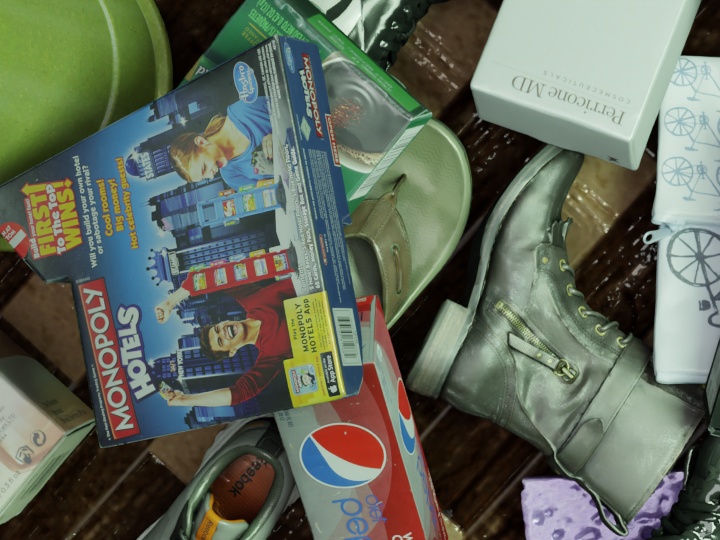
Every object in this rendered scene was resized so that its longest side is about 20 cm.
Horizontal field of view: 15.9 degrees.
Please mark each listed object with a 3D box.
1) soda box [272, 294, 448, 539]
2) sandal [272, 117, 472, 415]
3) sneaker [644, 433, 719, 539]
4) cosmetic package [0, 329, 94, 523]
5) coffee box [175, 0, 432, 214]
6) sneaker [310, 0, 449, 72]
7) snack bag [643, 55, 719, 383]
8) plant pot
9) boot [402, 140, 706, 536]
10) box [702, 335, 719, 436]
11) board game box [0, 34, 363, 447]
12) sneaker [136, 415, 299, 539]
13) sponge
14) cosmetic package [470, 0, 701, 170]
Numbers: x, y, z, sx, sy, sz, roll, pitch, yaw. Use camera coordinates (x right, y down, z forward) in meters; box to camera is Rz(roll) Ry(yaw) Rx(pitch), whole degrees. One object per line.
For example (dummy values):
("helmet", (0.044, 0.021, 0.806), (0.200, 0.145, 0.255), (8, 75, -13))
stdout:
("soda box", (0.000, 0.112, 1.505), (0.070, 0.063, 0.200), (-9, 127, 9))
("sandal", (0.000, 0.001, 1.516), (0.080, 0.057, 0.201), (32, 90, 0))
("sneaker", (0.202, 0.141, 1.494), (0.200, 0.060, 0.104), (-14, 107, -27))
("cosmetic package", (-0.267, 0.059, 1.570), (0.200, 0.103, 0.087), (40, 96, 2))
("coffee box", (-0.066, -0.054, 1.480), (0.123, 0.044, 0.200), (43, 111, 6))
("sneaker", (0.024, -0.151, 1.517), (0.112, 0.073, 0.200), (6, 83, 7))
("snack bag", (0.260, -0.023, 1.500), (0.188, 0.021, 0.200), (5, 83, 0))
("plant pot", (-0.238, -0.120, 1.487), (0.200, 0.190, 0.200), (-2, 83, 20))
("boot", (0.137, 0.035, 1.526), (0.174, 0.069, 0.200), (28, 87, 0))
("box", (0.292, 0.012, 1.433), (0.160, 0.044, 0.200), (12, 116, -3))
("board game box", (-0.106, -0.009, 1.427), (0.200, 0.062, 0.200), (-12, 85, 21))
("sneaker", (-0.101, 0.171, 1.566), (0.074, 0.079, 0.200), (32, 99, 3))
("sponge", (0.161, 0.220, 1.556), (0.111, 0.030, 0.200), (-5, 92, 7))
("cosmetic package", (0.146, -0.171, 1.484), (0.101, 0.071, 0.200), (19, 81, 11))
